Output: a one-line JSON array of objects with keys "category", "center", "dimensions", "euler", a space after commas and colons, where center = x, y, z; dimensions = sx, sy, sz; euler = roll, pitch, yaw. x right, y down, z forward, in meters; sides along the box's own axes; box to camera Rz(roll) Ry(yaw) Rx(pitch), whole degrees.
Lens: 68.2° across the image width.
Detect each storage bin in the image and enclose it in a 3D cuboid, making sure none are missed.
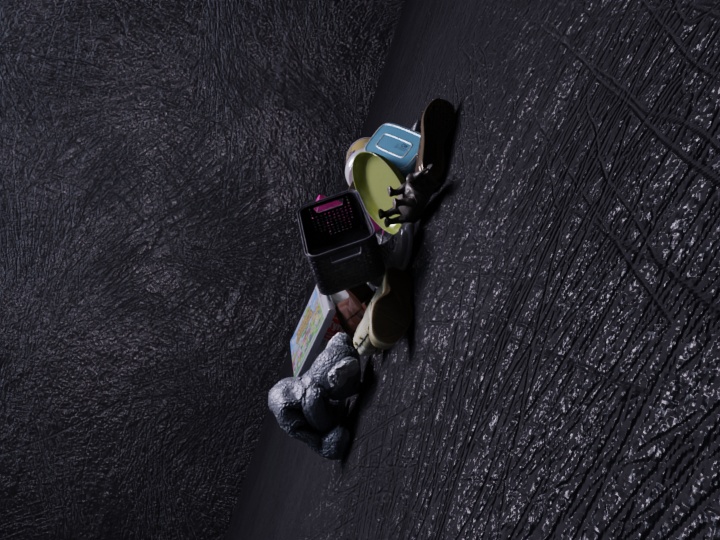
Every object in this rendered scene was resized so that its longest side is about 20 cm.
[{"category": "storage bin", "center": [-0.041, -0.059, 1.037], "dimensions": [0.201, 0.133, 0.095], "euler": [-110, 1, -55]}]

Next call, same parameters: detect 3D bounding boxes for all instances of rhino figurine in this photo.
[{"category": "rhino figurine", "center": [0.097, -0.142, 1.002], "dimensions": [0.200, 0.086, 0.061], "euler": [117, 141, -66]}]

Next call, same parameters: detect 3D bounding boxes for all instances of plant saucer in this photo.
[{"category": "plant saucer", "center": [0.054, -0.174, 1.170], "dimensions": [0.031, 0.201, 0.200], "euler": [-32, -5, -21]}]

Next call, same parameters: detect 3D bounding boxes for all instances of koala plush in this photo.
[{"category": "koala plush", "center": [-0.069, 0.232, 1.075], "dimensions": [0.202, 0.182, 0.178], "euler": [-56, 13, 12]}]

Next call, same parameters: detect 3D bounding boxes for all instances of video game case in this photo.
[{"category": "video game case", "center": [-0.121, 0.141, 1.304], "dimensions": [0.202, 0.022, 0.182], "euler": [-64, 19, 16]}]

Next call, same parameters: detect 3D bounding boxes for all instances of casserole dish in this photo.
[{"category": "casserole dish", "center": [0.081, -0.265, 1.171], "dimensions": [0.199, 0.039, 0.122], "euler": [35, 86, 41]}]

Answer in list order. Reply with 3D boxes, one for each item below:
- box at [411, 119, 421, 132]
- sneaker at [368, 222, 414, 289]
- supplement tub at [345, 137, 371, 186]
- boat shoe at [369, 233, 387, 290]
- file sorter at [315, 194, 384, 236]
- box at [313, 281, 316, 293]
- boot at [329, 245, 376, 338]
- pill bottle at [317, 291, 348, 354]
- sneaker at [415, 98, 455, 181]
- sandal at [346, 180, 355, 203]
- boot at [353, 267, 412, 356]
[{"category": "box", "center": [0.107, -0.236, 1.288], "dimensions": [0.161, 0.048, 0.203], "euler": [131, 156, -69]}, {"category": "sneaker", "center": [0.051, -0.026, 1.087], "dimensions": [0.201, 0.081, 0.076], "euler": [119, 167, -47]}, {"category": "supplement tub", "center": [0.025, -0.313, 1.620], "dimensions": [0.201, 0.143, 0.147], "euler": [-89, 21, -63]}, {"category": "boat shoe", "center": [0.001, -0.001, 1.317], "dimensions": [0.075, 0.085, 0.205], "euler": [156, 133, -77]}, {"category": "file sorter", "center": [-0.042, -0.100, 1.434], "dimensions": [0.139, 0.197, 0.128], "euler": [154, 132, -77]}, {"category": "box", "center": [-0.086, 0.084, 1.555], "dimensions": [0.198, 0.049, 0.204], "euler": [16, 94, 63]}, {"category": "boot", "center": [-0.030, 0.056, 1.181], "dimensions": [0.064, 0.188, 0.200], "euler": [-30, -7, -23]}, {"category": "pill bottle", "center": [-0.064, 0.121, 1.373], "dimensions": [0.112, 0.110, 0.203], "euler": [152, 136, -76]}, {"category": "sneaker", "center": [0.139, -0.253, 1.068], "dimensions": [0.076, 0.069, 0.203], "euler": [126, 161, -63]}, {"category": "sandal", "center": [0.035, -0.246, 1.349], "dimensions": [0.214, 0.077, 0.070], "euler": [-58, -17, -6]}, {"category": "boot", "center": [0.033, 0.106, 0.961], "dimensions": [0.201, 0.071, 0.156], "euler": [-72, 8, -56]}]
